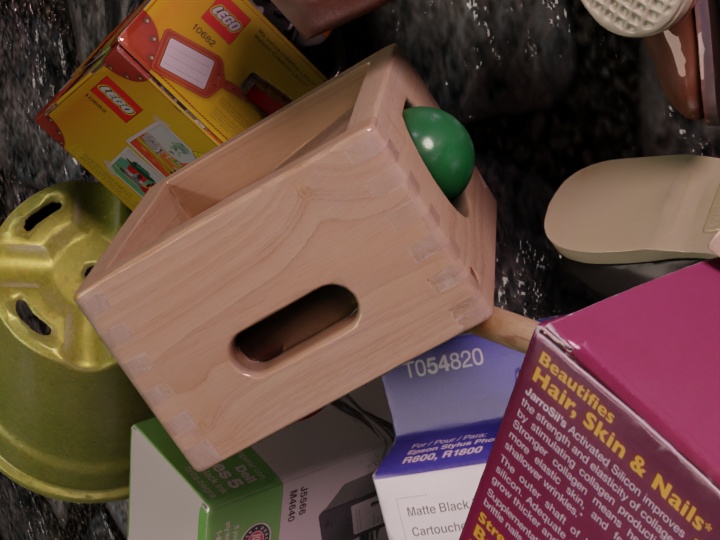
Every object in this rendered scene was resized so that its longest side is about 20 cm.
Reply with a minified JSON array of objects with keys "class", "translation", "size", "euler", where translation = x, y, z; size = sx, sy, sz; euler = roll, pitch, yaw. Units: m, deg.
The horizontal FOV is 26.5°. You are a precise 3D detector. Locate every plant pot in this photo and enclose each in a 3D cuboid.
[{"class":"plant pot","translation":[-0.181,0.036,1.031],"size":[0.200,0.200,0.184],"euler":[64,162,18]}]

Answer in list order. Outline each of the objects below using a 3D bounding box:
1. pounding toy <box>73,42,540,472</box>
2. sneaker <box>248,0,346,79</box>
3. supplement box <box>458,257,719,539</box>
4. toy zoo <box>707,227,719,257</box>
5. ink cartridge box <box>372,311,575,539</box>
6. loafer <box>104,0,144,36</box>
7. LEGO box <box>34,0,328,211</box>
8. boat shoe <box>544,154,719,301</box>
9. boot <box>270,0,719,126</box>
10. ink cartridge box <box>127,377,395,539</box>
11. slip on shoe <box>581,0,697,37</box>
[{"class":"pounding toy","translation":[0.000,0.000,0.711],"size":[0.142,0.200,0.184],"euler":[57,-164,-16]},{"class":"sneaker","translation":[-0.052,-0.172,0.854],"size":[0.079,0.074,0.200],"euler":[38,169,29]},{"class":"supplement box","translation":[0.115,0.117,0.570],"size":[0.131,0.103,0.200],"euler":[45,137,32]},{"class":"toy zoo","translation":[0.218,-0.041,0.489],"size":[0.131,0.020,0.200],"euler":[37,129,10]},{"class":"ink cartridge box","translation":[0.107,0.120,0.702],"size":[0.199,0.041,0.200],"euler":[-14,91,27]},{"class":"loafer","translation":[-0.141,-0.204,1.033],"size":[0.070,0.068,0.201],"euler":[31,121,46]},{"class":"LEGO box","translation":[-0.071,-0.063,0.876],"size":[0.200,0.077,0.149],"euler":[44,152,-15]},{"class":"boat shoe","translation":[0.170,-0.006,0.626],"size":[0.201,0.074,0.063],"euler":[6,145,47]},{"class":"boot","translation":[0.046,-0.126,0.659],"size":[0.200,0.064,0.187],"euler":[-15,76,15]},{"class":"ink cartridge box","translation":[-0.025,0.134,0.862],"size":[0.084,0.200,0.146],"euler":[39,134,41]},{"class":"slip on shoe","translation":[0.114,-0.190,0.582],"size":[0.074,0.061,0.200],"euler":[1,93,42]}]
